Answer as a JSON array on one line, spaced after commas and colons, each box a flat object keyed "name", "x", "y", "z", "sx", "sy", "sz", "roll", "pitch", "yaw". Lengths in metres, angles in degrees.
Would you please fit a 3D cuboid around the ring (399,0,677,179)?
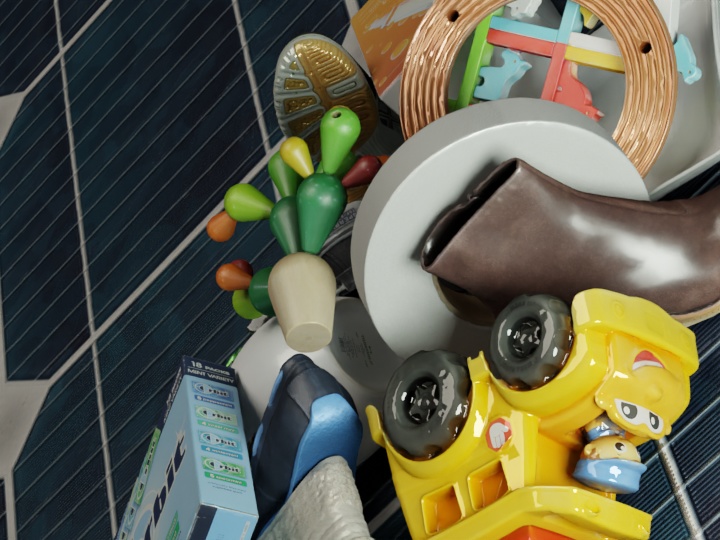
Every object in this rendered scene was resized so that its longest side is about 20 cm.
[{"name": "ring", "x": 0.121, "y": -0.122, "z": 1.719, "sx": 0.200, "sy": 0.019, "sz": 0.201, "roll": -3, "pitch": 83, "yaw": 25}]

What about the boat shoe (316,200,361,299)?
[{"name": "boat shoe", "x": 0.000, "y": 0.000, "z": 1.867, "sx": 0.072, "sy": 0.068, "sz": 0.200, "roll": -31, "pitch": -7, "yaw": -5}]

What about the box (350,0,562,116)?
[{"name": "box", "x": 0.076, "y": -0.175, "z": 1.894, "sx": 0.124, "sy": 0.097, "sz": 0.200, "roll": -47, "pitch": 20, "yaw": 12}]

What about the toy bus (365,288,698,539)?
[{"name": "toy bus", "x": 0.116, "y": 0.131, "z": 1.559, "sx": 0.200, "sy": 0.136, "sz": 0.192, "roll": -32, "pitch": 51, "yaw": 32}]

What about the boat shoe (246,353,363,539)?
[{"name": "boat shoe", "x": -0.039, "y": 0.127, "z": 1.717, "sx": 0.069, "sy": 0.084, "sz": 0.200, "roll": 60, "pitch": 146, "yaw": 28}]

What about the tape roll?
[{"name": "tape roll", "x": 0.094, "y": -0.017, "z": 1.648, "sx": 0.203, "sy": 0.203, "sz": 0.037, "roll": -49, "pitch": 32, "yaw": 13}]

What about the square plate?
[{"name": "square plate", "x": 0.185, "y": -0.102, "z": 1.771, "sx": 0.200, "sy": 0.028, "sz": 0.198, "roll": -36, "pitch": 36, "yaw": 33}]

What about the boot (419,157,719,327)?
[{"name": "boot", "x": 0.158, "y": -0.024, "z": 1.590, "sx": 0.200, "sy": 0.166, "sz": 0.072, "roll": -42, "pitch": 34, "yaw": 21}]

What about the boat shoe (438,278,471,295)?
[{"name": "boat shoe", "x": 0.072, "y": 0.007, "z": 1.788, "sx": 0.068, "sy": 0.073, "sz": 0.200, "roll": -54, "pitch": 17, "yaw": 34}]

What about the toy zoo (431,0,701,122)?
[{"name": "toy zoo", "x": 0.139, "y": -0.155, "z": 1.736, "sx": 0.200, "sy": 0.020, "sz": 0.131, "roll": 16, "pitch": 91, "yaw": 25}]

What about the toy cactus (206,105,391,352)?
[{"name": "toy cactus", "x": -0.037, "y": -0.012, "z": 1.703, "sx": 0.200, "sy": 0.102, "sz": 0.165, "roll": -48, "pitch": 35, "yaw": 36}]

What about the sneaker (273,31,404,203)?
[{"name": "sneaker", "x": -0.012, "y": -0.121, "z": 1.908, "sx": 0.075, "sy": 0.200, "sz": 0.088, "roll": -16, "pitch": 48, "yaw": 15}]

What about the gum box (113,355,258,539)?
[{"name": "gum box", "x": -0.124, "y": 0.181, "z": 1.730, "sx": 0.200, "sy": 0.044, "sz": 0.170, "roll": -107, "pitch": 35, "yaw": -63}]

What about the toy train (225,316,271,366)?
[{"name": "toy train", "x": -0.061, "y": 0.036, "z": 1.971, "sx": 0.200, "sy": 0.042, "sz": 0.056, "roll": -60, "pitch": -13, "yaw": -5}]

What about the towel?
[{"name": "towel", "x": -0.046, "y": 0.235, "z": 1.654, "sx": 0.200, "sy": 0.034, "sz": 0.133, "roll": -54, "pitch": 39, "yaw": 28}]

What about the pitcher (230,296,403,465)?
[{"name": "pitcher", "x": -0.045, "y": 0.126, "z": 1.823, "sx": 0.200, "sy": 0.121, "sz": 0.172, "roll": -43, "pitch": 55, "yaw": 38}]
